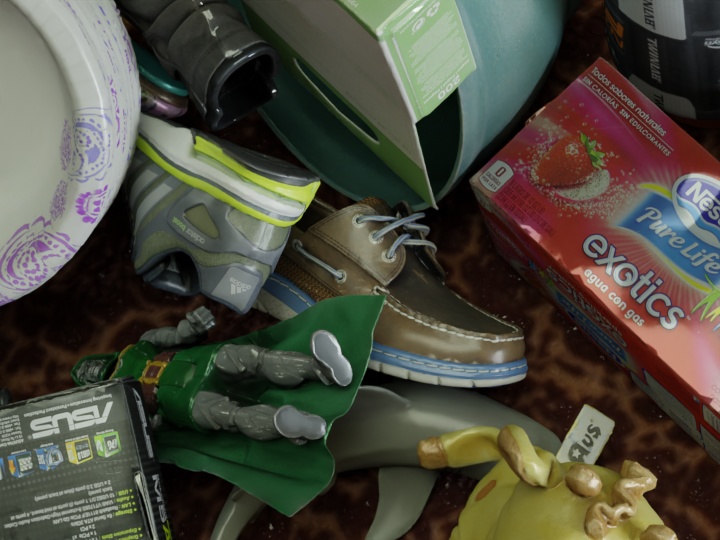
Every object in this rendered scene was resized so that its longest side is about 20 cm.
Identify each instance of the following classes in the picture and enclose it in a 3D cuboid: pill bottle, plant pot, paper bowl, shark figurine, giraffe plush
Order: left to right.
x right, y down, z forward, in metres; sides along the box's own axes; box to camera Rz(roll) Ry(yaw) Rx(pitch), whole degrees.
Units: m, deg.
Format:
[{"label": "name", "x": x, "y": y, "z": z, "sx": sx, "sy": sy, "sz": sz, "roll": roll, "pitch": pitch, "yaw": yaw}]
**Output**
[{"label": "paper bowl", "x": -0.206, "y": -0.087, "z": 1.357, "sx": 0.200, "sy": 0.104, "sz": 0.201, "roll": 4, "pitch": 112, "yaw": 11}, {"label": "shark figurine", "x": -0.016, "y": 0.092, "z": 1.376, "sx": 0.214, "sy": 0.090, "sz": 0.128, "roll": -26, "pitch": 66, "yaw": -2}, {"label": "plant pot", "x": 0.030, "y": -0.148, "z": 1.415, "sx": 0.134, "sy": 0.200, "sz": 0.200, "roll": -33, "pitch": 65, "yaw": -28}, {"label": "giraffe plush", "x": 0.093, "y": 0.147, "z": 1.268, "sx": 0.172, "sy": 0.162, "sz": 0.200, "roll": 14, "pitch": 79, "yaw": -5}, {"label": "pill bottle", "x": 0.170, "y": -0.141, "z": 1.368, "sx": 0.106, "sy": 0.200, "sz": 0.106, "roll": -3, "pitch": 68, "yaw": 8}]

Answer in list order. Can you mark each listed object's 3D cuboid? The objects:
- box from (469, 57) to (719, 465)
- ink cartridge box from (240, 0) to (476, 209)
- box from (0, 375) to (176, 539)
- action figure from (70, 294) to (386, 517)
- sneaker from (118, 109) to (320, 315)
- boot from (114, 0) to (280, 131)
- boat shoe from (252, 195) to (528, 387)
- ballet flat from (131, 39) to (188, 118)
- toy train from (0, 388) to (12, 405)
[{"label": "box", "x": 0.158, "y": 0.004, "z": 1.369, "sx": 0.095, "sy": 0.100, "sz": 0.200, "roll": -43, "pitch": 68, "yaw": -7}, {"label": "ink cartridge box", "x": -0.009, "y": -0.125, "z": 1.314, "sx": 0.048, "sy": 0.200, "sz": 0.146, "roll": -43, "pitch": 68, "yaw": -7}, {"label": "box", "x": -0.182, "y": 0.165, "z": 1.318, "sx": 0.200, "sy": 0.048, "sz": 0.193, "roll": -14, "pitch": 90, "yaw": 6}, {"label": "action figure", "x": -0.080, "y": 0.058, "z": 1.374, "sx": 0.200, "sy": 0.055, "sz": 0.118, "roll": -2, "pitch": 55, "yaw": 51}, {"label": "sneaker", "x": -0.096, "y": -0.033, "z": 1.391, "sx": 0.200, "sy": 0.074, "sz": 0.081, "roll": 21, "pitch": 90, "yaw": 61}, {"label": "boot", "x": -0.097, "y": -0.126, "z": 1.399, "sx": 0.070, "sy": 0.200, "sz": 0.132, "roll": -34, "pitch": 89, "yaw": -3}, {"label": "boat shoe", "x": 0.000, "y": 0.000, "z": 1.388, "sx": 0.200, "sy": 0.072, "sz": 0.072, "roll": 22, "pitch": 106, "yaw": 28}, {"label": "ballet flat", "x": -0.171, "y": -0.129, "z": 1.505, "sx": 0.071, "sy": 0.069, "sz": 0.200, "roll": -49, "pitch": 64, "yaw": 10}, {"label": "toy train", "x": -0.238, "y": 0.123, "z": 1.408, "sx": 0.114, "sy": 0.087, "sz": 0.200, "roll": 2, "pitch": 70, "yaw": 3}]
